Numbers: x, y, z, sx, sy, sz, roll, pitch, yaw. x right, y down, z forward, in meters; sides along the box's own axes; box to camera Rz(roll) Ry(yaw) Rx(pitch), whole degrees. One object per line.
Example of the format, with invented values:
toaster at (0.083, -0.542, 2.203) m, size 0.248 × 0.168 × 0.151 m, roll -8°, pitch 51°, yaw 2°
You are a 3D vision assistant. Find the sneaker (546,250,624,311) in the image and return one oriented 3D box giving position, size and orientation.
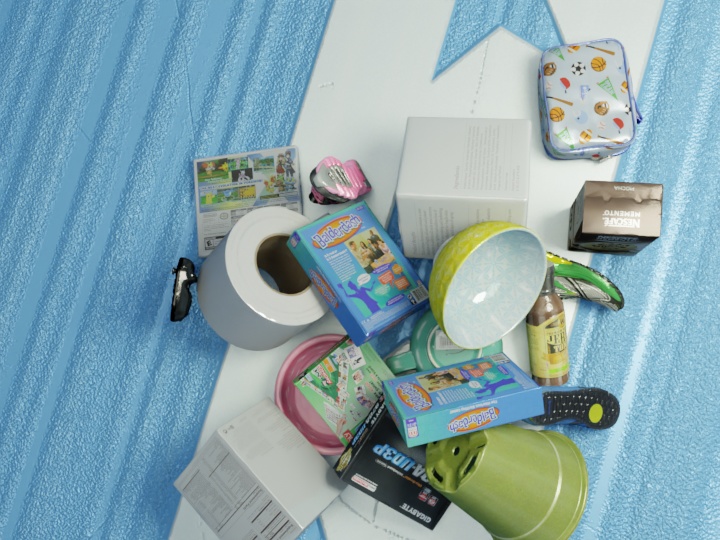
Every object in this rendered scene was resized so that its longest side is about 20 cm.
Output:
sneaker at (0.334, 0.024, 1.256) m, size 0.199 × 0.078 × 0.086 m, roll 23°, pitch 94°, yaw 20°

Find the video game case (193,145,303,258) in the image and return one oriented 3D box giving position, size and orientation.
video game case at (-0.202, -0.123, 1.385) m, size 0.198 × 0.022 × 0.184 m, roll -6°, pitch 83°, yaw 10°

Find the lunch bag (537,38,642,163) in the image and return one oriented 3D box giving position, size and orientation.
lunch bag at (0.380, -0.279, 1.277) m, size 0.158 × 0.076 × 0.202 m, roll -5°, pitch 82°, yaw 7°

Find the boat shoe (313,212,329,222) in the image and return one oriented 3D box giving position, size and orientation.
boat shoe at (-0.019, -0.017, 1.314) m, size 0.067 × 0.074 × 0.200 m, roll -42°, pitch 79°, yaw 3°

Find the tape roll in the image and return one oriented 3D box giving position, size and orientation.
tape roll at (-0.151, 0.016, 1.250) m, size 0.201 × 0.139 × 0.205 m, roll 13°, pitch 62°, yaw -27°

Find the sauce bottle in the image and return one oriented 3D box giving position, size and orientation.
sauce bottle at (0.294, 0.085, 1.216) m, size 0.064 × 0.065 × 0.202 m, roll -8°, pitch 108°, yaw 9°

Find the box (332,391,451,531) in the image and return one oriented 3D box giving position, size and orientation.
box at (0.079, 0.302, 1.225) m, size 0.199 × 0.046 × 0.160 m, roll 35°, pitch 89°, yaw -22°

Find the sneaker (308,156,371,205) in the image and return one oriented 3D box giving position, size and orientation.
sneaker at (-0.051, -0.136, 1.278) m, size 0.095 × 0.200 × 0.080 m, roll -27°, pitch 86°, yaw 18°

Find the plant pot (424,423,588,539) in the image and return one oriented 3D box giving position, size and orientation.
plant pot at (0.201, 0.299, 1.137) m, size 0.189 × 0.200 × 0.201 m, roll 32°, pitch 89°, yaw -29°

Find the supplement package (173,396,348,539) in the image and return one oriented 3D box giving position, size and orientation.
supplement package at (-0.160, 0.346, 1.235) m, size 0.200 × 0.152 × 0.151 m, roll 45°, pitch 117°, yaw 11°

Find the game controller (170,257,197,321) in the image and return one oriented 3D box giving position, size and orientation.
game controller at (-0.303, 0.034, 1.299) m, size 0.042 × 0.200 × 0.105 m, roll 17°, pitch 84°, yaw -9°

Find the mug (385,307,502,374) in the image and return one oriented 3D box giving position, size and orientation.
mug at (0.145, 0.137, 1.247) m, size 0.152 × 0.114 × 0.185 m, roll 41°, pitch 91°, yaw 11°

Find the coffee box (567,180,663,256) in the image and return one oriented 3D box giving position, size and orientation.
coffee box at (0.389, -0.077, 1.186) m, size 0.112 × 0.200 × 0.081 m, roll 5°, pitch 84°, yaw 10°

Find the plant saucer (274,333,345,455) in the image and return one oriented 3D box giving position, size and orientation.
plant saucer at (-0.046, 0.210, 1.305) m, size 0.198 × 0.051 × 0.203 m, roll -1°, pitch 84°, yaw 9°

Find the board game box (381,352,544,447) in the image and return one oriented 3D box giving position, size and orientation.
board game box at (0.142, 0.182, 1.105) m, size 0.198 × 0.152 × 0.045 m, roll -12°, pitch 104°, yaw -7°

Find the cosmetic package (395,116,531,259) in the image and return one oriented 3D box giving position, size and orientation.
cosmetic package at (0.167, -0.128, 1.221) m, size 0.198 × 0.168 × 0.168 m, roll 4°, pitch 57°, yaw 10°

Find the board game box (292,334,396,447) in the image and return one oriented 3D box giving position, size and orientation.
board game box at (0.003, 0.212, 1.237) m, size 0.134 × 0.029 × 0.201 m, roll -39°, pitch 102°, yaw -6°

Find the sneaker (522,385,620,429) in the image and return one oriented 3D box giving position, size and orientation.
sneaker at (0.322, 0.212, 1.215) m, size 0.198 × 0.078 × 0.067 m, roll 7°, pitch 88°, yaw -26°

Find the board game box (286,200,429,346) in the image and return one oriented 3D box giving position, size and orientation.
board game box at (0.000, 0.000, 1.211) m, size 0.151 × 0.045 × 0.201 m, roll -26°, pitch 75°, yaw -35°

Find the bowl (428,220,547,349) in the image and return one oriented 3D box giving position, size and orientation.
bowl at (0.170, 0.005, 1.148) m, size 0.201 × 0.200 × 0.108 m, roll -51°, pitch 45°, yaw 1°
